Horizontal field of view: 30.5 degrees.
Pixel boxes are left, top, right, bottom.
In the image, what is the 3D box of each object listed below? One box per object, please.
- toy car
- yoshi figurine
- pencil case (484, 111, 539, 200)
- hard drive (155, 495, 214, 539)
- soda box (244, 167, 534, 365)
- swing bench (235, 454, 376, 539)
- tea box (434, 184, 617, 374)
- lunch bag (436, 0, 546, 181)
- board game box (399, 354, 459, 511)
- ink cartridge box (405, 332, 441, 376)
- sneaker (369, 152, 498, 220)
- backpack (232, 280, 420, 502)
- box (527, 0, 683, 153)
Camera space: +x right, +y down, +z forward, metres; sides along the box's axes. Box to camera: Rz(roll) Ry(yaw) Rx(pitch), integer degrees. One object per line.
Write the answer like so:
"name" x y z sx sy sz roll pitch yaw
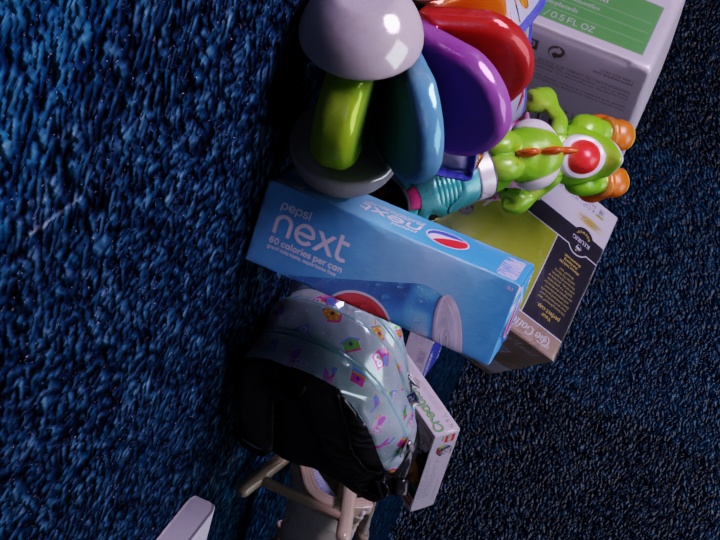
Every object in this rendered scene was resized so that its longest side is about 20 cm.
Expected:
"toy car" 0.042 -0.140 0.930 0.175 0.150 0.200 101 16 -51
"yoshi figurine" 0.168 -0.110 1.264 0.200 0.113 0.112 -3 143 -45
"pencil case" 0.133 -0.165 1.314 0.087 0.087 0.201 -49 132 -58
"hard drive" -0.181 0.306 1.130 0.132 0.026 0.200 -51 162 -56
"soda box" 0.022 -0.006 0.978 0.064 0.200 0.068 -39 151 -68
"swing bench" -0.043 0.239 1.395 0.199 0.129 0.200 102 15 -45
"tea box" 0.140 -0.024 1.447 0.134 0.200 0.197 -22 -145 60
"lunch bag" 0.082 -0.200 1.103 0.170 0.124 0.201 -50 146 -58
"board game box" 0.030 0.142 1.417 0.035 0.200 0.126 -14 138 -28
"ink cartridge box" 0.114 0.075 2.054 0.094 0.044 0.200 -49 160 -53
"sneaker" 0.032 -0.074 1.229 0.200 0.120 0.084 2 -70 68
"backpack" -0.030 0.098 1.137 0.200 0.166 0.127 75 32 -55
"box" 0.249 -0.264 1.515 0.200 0.199 0.172 95 21 -60
